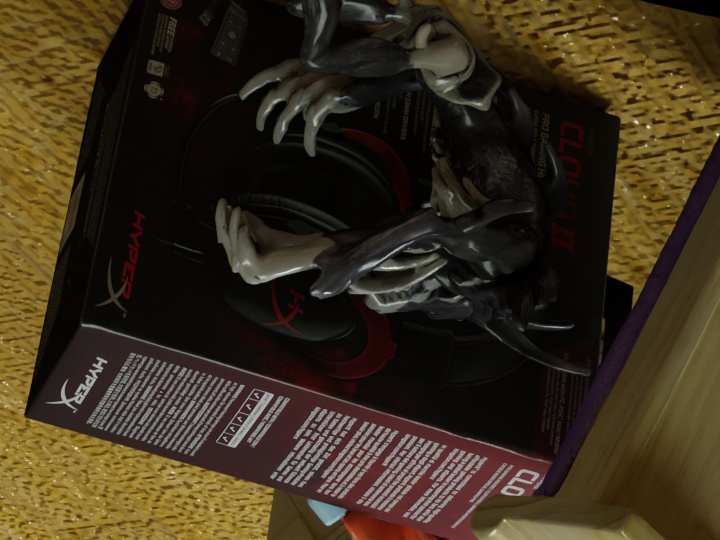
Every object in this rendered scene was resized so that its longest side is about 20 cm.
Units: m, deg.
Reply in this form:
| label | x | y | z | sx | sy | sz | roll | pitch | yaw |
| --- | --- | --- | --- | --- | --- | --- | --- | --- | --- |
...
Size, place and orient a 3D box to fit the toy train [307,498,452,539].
| label | x | y | z | sx | sy | sz | roll | pitch | yaw |
| --- | --- | --- | --- | --- | --- | --- | --- | --- | --- |
| toy train | -0.018 | 0.042 | 1.034 | 0.200 | 0.056 | 0.150 | 50 | 179 | 4 |

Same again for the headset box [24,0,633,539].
| label | x | y | z | sx | sy | sz | roll | pitch | yaw |
| --- | --- | --- | --- | --- | --- | --- | --- | --- | --- |
| headset box | 0.000 | 0.000 | 0.963 | 0.200 | 0.149 | 0.075 | 18 | 147 | -14 |

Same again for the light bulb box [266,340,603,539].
| label | x | y | z | sx | sy | sz | roll | pitch | yaw |
| --- | --- | --- | --- | --- | --- | --- | --- | --- | --- |
| light bulb box | 0.084 | 0.131 | 1.177 | 0.200 | 0.125 | 0.198 | 20 | 146 | -17 |

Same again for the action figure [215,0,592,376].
| label | x | y | z | sx | sy | sz | roll | pitch | yaw |
| --- | --- | --- | --- | --- | --- | --- | --- | --- | --- |
| action figure | 0.004 | -0.046 | 0.881 | 0.102 | 0.119 | 0.200 | -18 | 115 | 11 |

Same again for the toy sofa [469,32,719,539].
| label | x | y | z | sx | sy | sz | roll | pitch | yaw |
| --- | --- | --- | --- | --- | --- | --- | --- | --- | --- |
| toy sofa | 0.110 | 0.022 | 0.888 | 0.098 | 0.200 | 0.083 | 1 | 145 | 49 |

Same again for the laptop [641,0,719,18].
| label | x | y | z | sx | sy | sz | roll | pitch | yaw |
| --- | --- | --- | --- | --- | --- | --- | --- | --- | --- |
| laptop | 0.169 | -0.131 | 0.840 | 0.187 | 0.116 | 0.200 | 11 | 121 | -6 |
